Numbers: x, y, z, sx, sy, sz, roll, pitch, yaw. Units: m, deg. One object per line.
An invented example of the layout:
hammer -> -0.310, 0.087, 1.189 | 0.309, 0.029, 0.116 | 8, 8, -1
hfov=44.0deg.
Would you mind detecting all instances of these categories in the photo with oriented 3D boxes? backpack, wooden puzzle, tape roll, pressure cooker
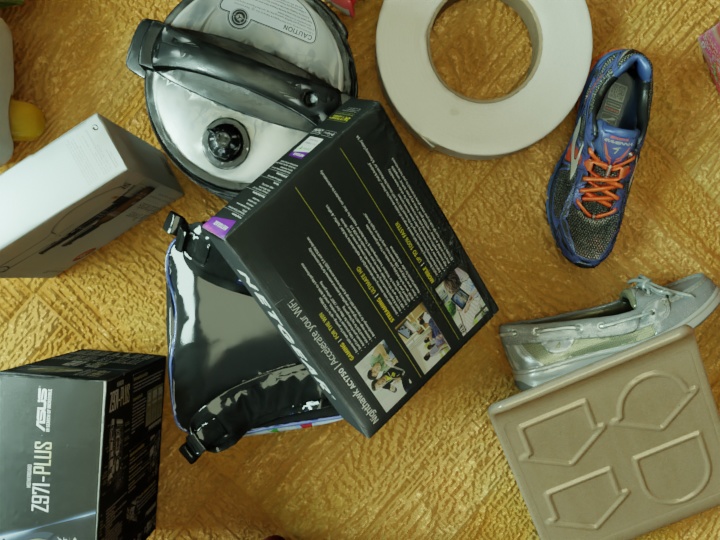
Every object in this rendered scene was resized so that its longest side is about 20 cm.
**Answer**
backpack -> -0.064, 0.046, 0.756 | 0.186, 0.154, 0.205 | 0, 100, 0
wooden puzzle -> 0.223, 0.153, 0.782 | 0.182, 0.047, 0.203 | -23, 115, 7
tape roll -> 0.110, -0.203, 0.812 | 0.198, 0.037, 0.208 | 0, 91, 0
pressure cooker -> -0.082, -0.140, 0.731 | 0.173, 0.200, 0.182 | -23, 89, 1

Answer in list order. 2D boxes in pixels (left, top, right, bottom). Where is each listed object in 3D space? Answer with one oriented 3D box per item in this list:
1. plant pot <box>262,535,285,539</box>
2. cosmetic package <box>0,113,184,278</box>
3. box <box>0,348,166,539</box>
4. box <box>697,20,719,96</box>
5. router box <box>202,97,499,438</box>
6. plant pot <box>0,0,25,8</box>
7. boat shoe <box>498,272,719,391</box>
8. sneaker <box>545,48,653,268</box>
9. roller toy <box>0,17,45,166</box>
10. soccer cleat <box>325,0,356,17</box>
plant pot -> -0.098, 0.339, 0.745 | 0.197, 0.176, 0.202 | -31, 91, 0
cosmetic package -> -0.237, -0.052, 0.731 | 0.149, 0.200, 0.052 | -30, 89, 1
box -> -0.226, 0.157, 0.732 | 0.084, 0.200, 0.168 | 4, 91, 0
box -> 0.393, -0.143, 0.782 | 0.101, 0.095, 0.203 | -23, 90, 1
router box -> 0.000, 0.000, 0.661 | 0.149, 0.051, 0.202 | -41, 117, -15
plant pot -> -0.358, -0.320, 0.749 | 0.195, 0.201, 0.189 | -2, 101, 0
boat shoe -> 0.223, 0.044, 0.796 | 0.198, 0.074, 0.066 | -22, 94, 7
sneaker -> 0.214, -0.103, 0.791 | 0.074, 0.078, 0.205 | 9, 90, 1
roller toy -> -0.383, -0.145, 0.742 | 0.178, 0.200, 0.143 | -1, 91, 13
soccer cleat -> 0.038, -0.312, 0.792 | 0.199, 0.067, 0.077 | -40, 70, 5
